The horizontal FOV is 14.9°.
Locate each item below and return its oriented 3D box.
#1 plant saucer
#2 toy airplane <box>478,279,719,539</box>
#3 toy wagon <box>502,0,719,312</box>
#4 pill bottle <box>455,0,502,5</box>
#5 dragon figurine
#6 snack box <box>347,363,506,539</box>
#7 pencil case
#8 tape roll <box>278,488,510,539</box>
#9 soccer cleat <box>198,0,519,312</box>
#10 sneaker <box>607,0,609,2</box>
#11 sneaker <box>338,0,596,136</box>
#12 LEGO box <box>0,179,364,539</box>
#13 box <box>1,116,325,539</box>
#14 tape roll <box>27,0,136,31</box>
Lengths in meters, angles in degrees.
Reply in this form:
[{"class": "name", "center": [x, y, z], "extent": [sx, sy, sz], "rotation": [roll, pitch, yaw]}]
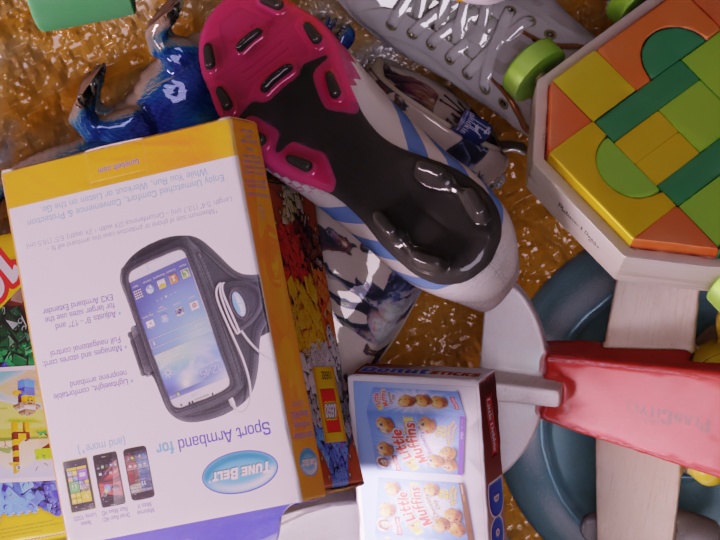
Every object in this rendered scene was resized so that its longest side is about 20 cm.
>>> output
[{"class": "plant saucer", "center": [0.169, 0.075, 1.432], "extent": [0.198, 0.027, 0.202], "rotation": [-1, 101, -5]}, {"class": "toy airplane", "center": [0.152, 0.058, 1.358], "extent": [0.200, 0.141, 0.200], "rotation": [-41, 80, 32]}, {"class": "toy wagon", "center": [0.170, -0.077, 1.298], "extent": [0.200, 0.040, 0.155], "rotation": [-36, 71, -22]}, {"class": "pill bottle", "center": [0.020, -0.186, 1.285], "extent": [0.199, 0.109, 0.110], "rotation": [12, 102, 25]}, {"class": "dragon figurine", "center": [-0.091, -0.068, 1.366], "extent": [0.200, 0.059, 0.099], "rotation": [-42, 101, 3]}, {"class": "snack box", "center": [0.036, 0.147, 1.350], "extent": [0.071, 0.024, 0.202], "rotation": [2, 104, 26]}, {"class": "pencil case", "center": [0.000, 0.000, 1.378], "extent": [0.089, 0.078, 0.201], "rotation": [29, 98, 6]}, {"class": "tape roll", "center": [0.001, 0.205, 1.423], "extent": [0.201, 0.071, 0.204], "rotation": [-1, 102, -4]}, {"class": "soccer cleat", "center": [-0.002, -0.050, 1.303], "extent": [0.070, 0.086, 0.200], "rotation": [-44, 66, -2]}, {"class": "sneaker", "center": [0.133, -0.180, 1.350], "extent": [0.076, 0.081, 0.200], "rotation": [-44, 102, 3]}, {"class": "sneaker", "center": [0.069, -0.118, 1.357], "extent": [0.199, 0.085, 0.073], "rotation": [30, 100, -8]}, {"class": "LEGO box", "center": [-0.112, 0.049, 1.332], "extent": [0.199, 0.077, 0.150], "rotation": [-12, 85, 18]}, {"class": "box", "center": [-0.089, 0.040, 1.263], "extent": [0.118, 0.041, 0.202], "rotation": [-11, 88, 18]}, {"class": "tape roll", "center": [-0.144, -0.212, 1.261], "extent": [0.048, 0.200, 0.202], "rotation": [-10, 102, -2]}]
